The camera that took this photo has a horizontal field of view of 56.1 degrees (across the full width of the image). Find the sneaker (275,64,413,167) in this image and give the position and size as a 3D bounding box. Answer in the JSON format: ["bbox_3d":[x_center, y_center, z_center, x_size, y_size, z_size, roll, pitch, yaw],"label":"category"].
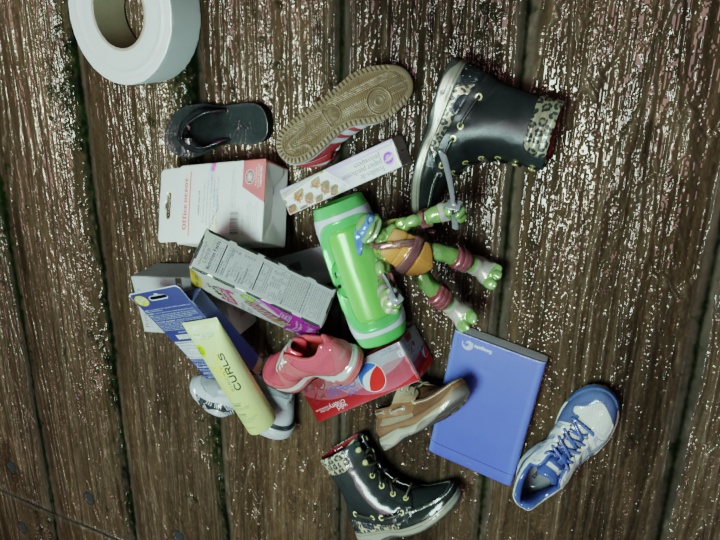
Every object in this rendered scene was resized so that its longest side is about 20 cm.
[{"bbox_3d":[-0.021,-0.203,0.906,0.196,0.112,0.073,-29,92,1],"label":"sneaker"}]

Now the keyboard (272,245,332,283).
[{"bbox_3d":[-0.097,0.001,1.041,0.195,0.011,0.058,-14,95,30],"label":"keyboard"}]

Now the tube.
[{"bbox_3d":[-0.194,0.156,1.011,0.057,0.052,0.204,-27,113,-4],"label":"tube"}]

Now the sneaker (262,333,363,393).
[{"bbox_3d":[-0.087,0.123,0.985,0.197,0.075,0.086,-16,137,40],"label":"sneaker"}]

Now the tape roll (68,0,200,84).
[{"bbox_3d":[-0.333,-0.381,0.992,0.197,0.071,0.209,10,112,24],"label":"tape roll"}]

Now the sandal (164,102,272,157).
[{"bbox_3d":[-0.223,-0.213,1.006,0.195,0.048,0.078,-5,105,27],"label":"sandal"}]

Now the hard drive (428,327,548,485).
[{"bbox_3d":[0.176,0.192,0.956,0.129,0.025,0.206,18,115,21],"label":"hard drive"}]

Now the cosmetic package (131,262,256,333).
[{"bbox_3d":[-0.273,0.046,1.104,0.195,0.074,0.105,-1,109,27],"label":"cosmetic package"}]

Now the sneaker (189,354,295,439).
[{"bbox_3d":[-0.188,0.189,1.114,0.195,0.075,0.118,22,115,13],"label":"sneaker"}]

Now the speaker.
[{"bbox_3d":[0.000,0.000,0.946,0.086,0.088,0.205,-14,101,29],"label":"speaker"}]

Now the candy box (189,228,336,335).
[{"bbox_3d":[-0.142,0.025,0.962,0.196,0.062,0.136,26,163,-6],"label":"candy box"}]

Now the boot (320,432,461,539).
[{"bbox_3d":[0.040,0.323,1.036,0.201,0.073,0.156,-31,90,31],"label":"boot"}]

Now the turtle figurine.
[{"bbox_3d":[0.090,-0.006,0.826,0.191,0.147,0.199,29,152,-23],"label":"turtle figurine"}]

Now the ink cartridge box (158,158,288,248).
[{"bbox_3d":[-0.207,-0.095,1.009,0.195,0.067,0.121,1,86,26],"label":"ink cartridge box"}]

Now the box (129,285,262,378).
[{"bbox_3d":[-0.249,0.089,1.031,0.118,0.033,0.202,-8,131,34],"label":"box"}]

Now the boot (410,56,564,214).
[{"bbox_3d":[0.150,-0.138,0.831,0.150,0.073,0.209,22,117,15],"label":"boot"}]

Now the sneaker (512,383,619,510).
[{"bbox_3d":[0.271,0.241,0.890,0.074,0.088,0.203,34,118,14],"label":"sneaker"}]

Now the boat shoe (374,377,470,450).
[{"bbox_3d":[0.077,0.193,0.964,0.200,0.074,0.073,-43,67,43],"label":"boat shoe"}]

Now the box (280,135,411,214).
[{"bbox_3d":[-0.024,-0.130,0.939,0.196,0.041,0.040,-19,99,31],"label":"box"}]

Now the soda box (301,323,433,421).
[{"bbox_3d":[0.007,0.154,1.003,0.197,0.070,0.064,-29,95,31],"label":"soda box"}]
